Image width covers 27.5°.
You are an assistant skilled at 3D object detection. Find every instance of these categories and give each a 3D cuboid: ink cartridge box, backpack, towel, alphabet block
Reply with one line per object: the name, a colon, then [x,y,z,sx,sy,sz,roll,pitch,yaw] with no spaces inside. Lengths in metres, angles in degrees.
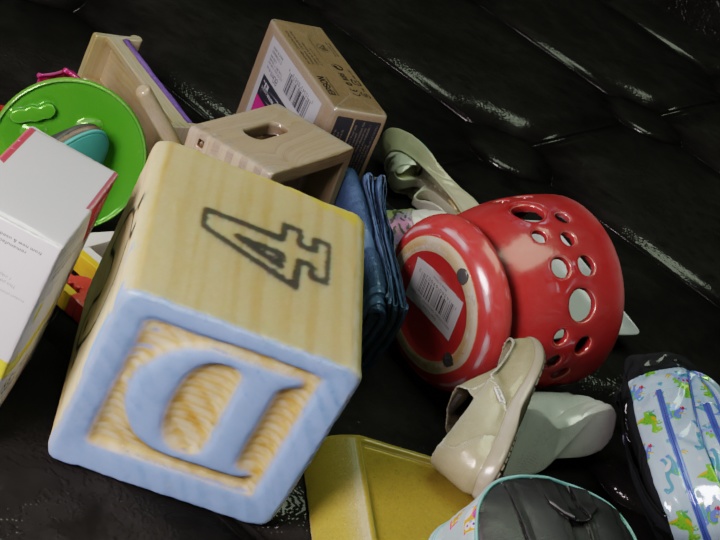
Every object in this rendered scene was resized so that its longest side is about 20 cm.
ink cartridge box: [-0.065,-0.162,1.666,0.075,0.165,0.200,5,34,-33]
ink cartridge box: [-0.277,0.012,1.132,0.083,0.201,0.145,28,27,-6]
backpack: [0.321,0.198,1.416,0.153,0.164,0.201,-6,35,18]
towel: [0.000,0.000,1.471,0.048,0.112,0.201,10,43,-23]
alphabet block: [-0.119,0.050,1.192,0.195,0.196,0.201,22,34,-16]
backpack: [0.131,0.262,1.105,0.175,0.153,0.201,13,55,-22]

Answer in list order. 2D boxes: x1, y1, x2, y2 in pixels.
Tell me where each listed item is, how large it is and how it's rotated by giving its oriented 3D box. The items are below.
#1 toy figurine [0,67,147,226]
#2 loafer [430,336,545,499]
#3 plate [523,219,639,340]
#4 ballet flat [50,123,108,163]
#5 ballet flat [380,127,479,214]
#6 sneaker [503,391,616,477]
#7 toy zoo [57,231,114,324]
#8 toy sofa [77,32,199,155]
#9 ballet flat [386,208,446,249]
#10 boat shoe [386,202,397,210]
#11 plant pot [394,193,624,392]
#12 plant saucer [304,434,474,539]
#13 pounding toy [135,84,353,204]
toy figurine: [-0.321,-0.136,1.472,0.199,0.151,0.184,-7,22,-11]
loafer: [0.114,0.120,1.316,0.068,0.076,0.200,22,37,5]
plate: [0.209,0.016,1.740,0.199,0.032,0.200,0,44,-43]
ballet flat: [-0.307,-0.070,1.334,0.068,0.068,0.200,15,49,21]
ballet flat: [0.076,-0.105,1.817,0.069,0.070,0.200,-8,44,-49]
sneaker: [0.159,0.151,1.451,0.199,0.076,0.088,1,20,-43]
toy zoo: [-0.221,0.021,1.363,0.200,0.021,0.131,38,29,19]
toy sofa: [-0.230,-0.177,1.632,0.097,0.083,0.200,0,38,-40]
ballet flat: [0.078,-0.030,1.600,0.200,0.071,0.070,28,46,-61]
boat shoe: [0.020,-0.028,1.616,0.062,0.073,0.200,20,24,-9]
plant pot: [0.137,0.029,1.497,0.182,0.201,0.201,-9,43,-36]
plant saucer: [0.056,0.217,1.247,0.199,0.049,0.200,19,28,-18]
pounding toy: [-0.129,-0.081,1.439,0.142,0.185,0.200,31,26,20]
